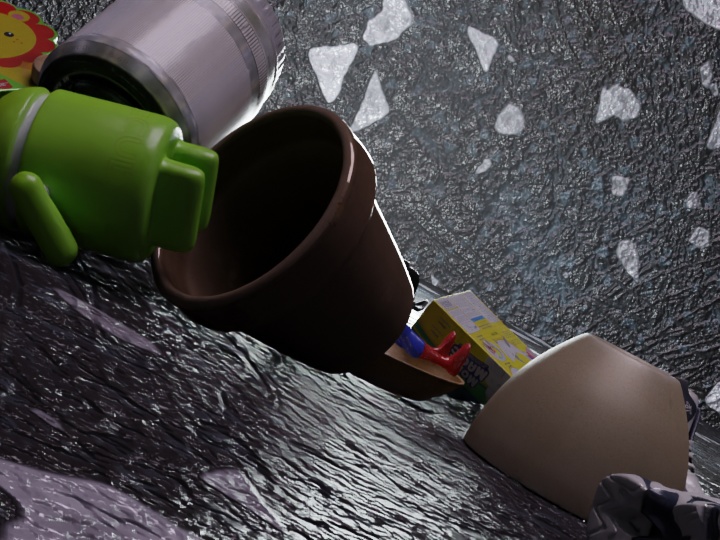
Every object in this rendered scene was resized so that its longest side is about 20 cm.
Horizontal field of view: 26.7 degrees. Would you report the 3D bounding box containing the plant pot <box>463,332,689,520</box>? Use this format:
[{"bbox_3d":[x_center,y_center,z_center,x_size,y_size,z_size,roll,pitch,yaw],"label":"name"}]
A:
[{"bbox_3d":[0.210,0.135,1.333,0.199,0.135,0.200,28,4,-2],"label":"plant pot"}]

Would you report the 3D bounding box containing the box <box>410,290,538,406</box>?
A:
[{"bbox_3d":[0.150,0.108,1.533,0.200,0.048,0.117,43,19,15],"label":"box"}]

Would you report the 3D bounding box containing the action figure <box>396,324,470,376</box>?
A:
[{"bbox_3d":[0.016,0.014,1.397,0.199,0.100,0.065,23,3,-21],"label":"action figure"}]

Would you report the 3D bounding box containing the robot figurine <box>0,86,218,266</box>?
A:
[{"bbox_3d":[-0.214,-0.076,1.183,0.198,0.116,0.176,14,27,3],"label":"robot figurine"}]

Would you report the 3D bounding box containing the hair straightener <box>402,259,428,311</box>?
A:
[{"bbox_3d":[0.000,0.000,1.469,0.200,0.041,0.077,34,35,-41],"label":"hair straightener"}]

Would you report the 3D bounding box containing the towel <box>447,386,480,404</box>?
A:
[{"bbox_3d":[0.110,0.107,1.685,0.111,0.049,0.200,28,4,23],"label":"towel"}]

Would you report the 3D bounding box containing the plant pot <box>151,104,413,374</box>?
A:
[{"bbox_3d":[-0.045,-0.005,1.254,0.200,0.200,0.175,32,-13,51],"label":"plant pot"}]

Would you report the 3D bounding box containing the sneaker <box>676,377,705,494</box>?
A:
[{"bbox_3d":[0.314,0.177,1.537,0.079,0.130,0.199,24,5,-27],"label":"sneaker"}]

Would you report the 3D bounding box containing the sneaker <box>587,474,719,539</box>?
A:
[{"bbox_3d":[0.262,0.205,1.045,0.129,0.080,0.199,15,0,-32],"label":"sneaker"}]

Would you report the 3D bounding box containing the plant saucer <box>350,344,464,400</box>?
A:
[{"bbox_3d":[0.003,0.075,1.435,0.199,0.036,0.200,27,3,-2],"label":"plant saucer"}]

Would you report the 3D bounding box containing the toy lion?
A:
[{"bbox_3d":[-0.362,-0.192,1.397,0.199,0.069,0.192,-16,47,-40],"label":"toy lion"}]

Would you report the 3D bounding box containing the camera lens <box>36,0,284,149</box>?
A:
[{"bbox_3d":[-0.176,-0.167,1.345,0.159,0.161,0.200,28,46,12],"label":"camera lens"}]
